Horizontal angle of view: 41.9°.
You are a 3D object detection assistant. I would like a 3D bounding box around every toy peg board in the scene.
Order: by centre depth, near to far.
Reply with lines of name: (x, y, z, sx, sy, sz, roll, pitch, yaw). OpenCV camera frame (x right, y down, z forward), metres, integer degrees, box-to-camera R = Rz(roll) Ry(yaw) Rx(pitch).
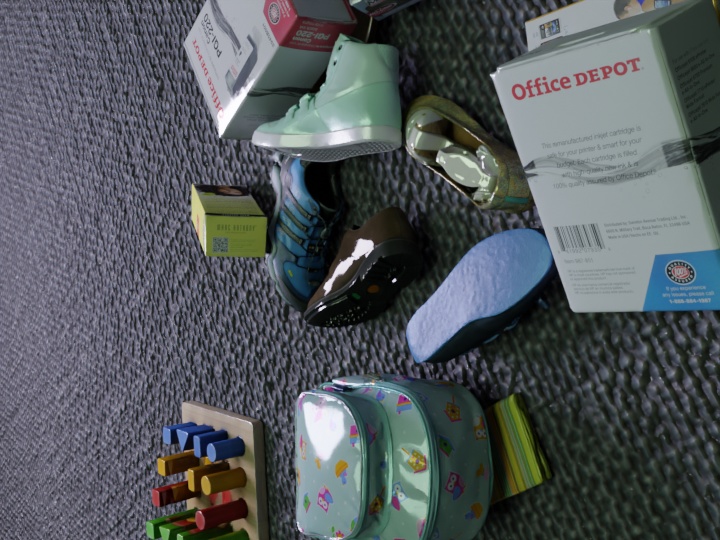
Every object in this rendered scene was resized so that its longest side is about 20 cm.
toy peg board: (-0.223, 0.301, 1.304, 0.199, 0.097, 0.202, 3, 97, 51)

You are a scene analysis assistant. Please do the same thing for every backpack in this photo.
backpack: (0.028, 0.188, 0.916, 0.199, 0.152, 0.178, -7, 80, 48)

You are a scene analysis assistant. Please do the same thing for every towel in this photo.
towel: (0.108, 0.197, 0.941, 0.200, 0.018, 0.087, -40, 58, 47)

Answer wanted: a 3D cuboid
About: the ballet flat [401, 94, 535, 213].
ballet flat: (0.086, -0.114, 0.888, 0.200, 0.070, 0.071, 42, 125, 41)

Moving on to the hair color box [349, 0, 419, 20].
hair color box: (0.023, -0.362, 0.916, 0.098, 0.060, 0.203, -18, 79, 27)

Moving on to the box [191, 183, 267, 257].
box: (-0.164, -0.064, 1.144, 0.200, 0.074, 0.051, -133, 46, -68)

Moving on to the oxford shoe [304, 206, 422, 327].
oxford shoe: (0.000, 0.000, 1.021, 0.200, 0.072, 0.085, -42, 46, 43)

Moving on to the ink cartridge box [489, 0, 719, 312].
ink cartridge box: (0.201, -0.077, 0.685, 0.144, 0.083, 0.202, -3, 113, 52)

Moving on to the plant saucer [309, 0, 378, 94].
plant saucer: (-0.035, -0.296, 1.041, 0.199, 0.036, 0.203, 10, 103, 51)

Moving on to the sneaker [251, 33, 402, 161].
sneaker: (-0.033, -0.181, 0.988, 0.199, 0.073, 0.120, 0, 84, 41)

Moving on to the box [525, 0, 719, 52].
box: (0.206, -0.161, 0.752, 0.199, 0.041, 0.121, -9, 88, 49)

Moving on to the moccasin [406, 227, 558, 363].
moccasin: (0.118, 0.021, 0.866, 0.200, 0.068, 0.081, -38, 58, 45)

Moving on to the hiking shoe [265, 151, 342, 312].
hiking shoe: (-0.062, -0.052, 1.074, 0.086, 0.074, 0.203, 1, 95, 52)

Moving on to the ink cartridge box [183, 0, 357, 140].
ink cartridge box: (-0.106, -0.261, 1.041, 0.200, 0.084, 0.147, -47, 59, 45)
